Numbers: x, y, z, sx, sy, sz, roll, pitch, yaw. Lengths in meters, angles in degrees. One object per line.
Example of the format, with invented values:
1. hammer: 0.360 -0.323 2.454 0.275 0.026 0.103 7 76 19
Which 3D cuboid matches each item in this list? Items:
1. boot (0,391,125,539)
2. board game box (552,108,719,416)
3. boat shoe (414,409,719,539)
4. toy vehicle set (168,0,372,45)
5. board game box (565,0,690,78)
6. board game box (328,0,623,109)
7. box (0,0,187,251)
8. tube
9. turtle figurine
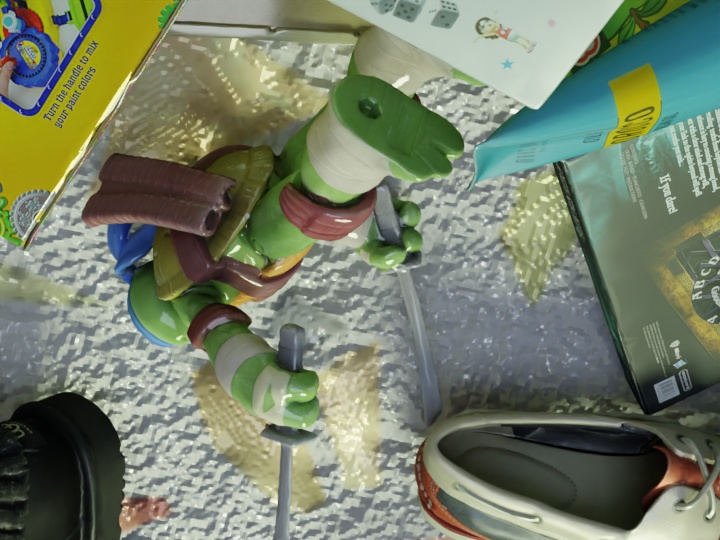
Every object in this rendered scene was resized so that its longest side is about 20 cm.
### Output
1. boot: -0.180 0.158 0.810 0.158 0.079 0.212 -17 114 -48
2. board game box: 0.156 -0.024 0.785 0.135 0.028 0.200 -25 143 1
3. boat shoe: 0.123 0.095 0.848 0.199 0.071 0.063 6 152 1
4. toy vehicle set: -0.015 -0.187 0.749 0.124 0.027 0.201 3 113 -8
5. board game box: 0.160 -0.142 0.701 0.200 0.101 0.048 -41 74 42
6. board game box: -0.018 -0.150 0.578 0.200 0.148 0.064 26 122 -18
7. box: -0.135 -0.144 0.635 0.192 0.200 0.122 33 120 -9
8. tube: 0.126 -0.079 0.667 0.199 0.077 0.051 -25 77 -3
9. turtle figurine: 0.000 0.000 0.758 0.144 0.200 0.194 -17 157 -41
